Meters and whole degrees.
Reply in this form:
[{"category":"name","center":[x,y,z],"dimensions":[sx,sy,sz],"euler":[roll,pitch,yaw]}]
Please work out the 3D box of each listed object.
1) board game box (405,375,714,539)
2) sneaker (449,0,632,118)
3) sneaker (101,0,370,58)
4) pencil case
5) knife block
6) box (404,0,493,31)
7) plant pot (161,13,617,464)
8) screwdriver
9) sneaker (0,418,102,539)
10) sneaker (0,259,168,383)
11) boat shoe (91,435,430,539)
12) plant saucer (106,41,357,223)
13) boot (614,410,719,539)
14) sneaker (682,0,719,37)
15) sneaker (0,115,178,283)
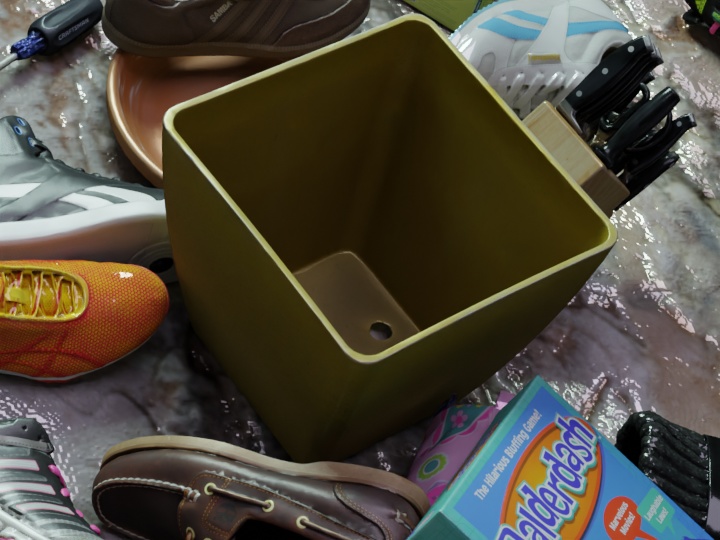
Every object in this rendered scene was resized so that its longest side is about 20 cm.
[{"category":"board game box","center":[0.132,0.171,1.281],"dimensions":[0.200,0.045,0.152],"euler":[42,37,0]},{"category":"sneaker","center":[0.118,-0.143,1.640],"dimensions":[0.199,0.077,0.081],"euler":[-28,66,-35]},{"category":"sneaker","center":[-0.074,-0.189,1.553],"dimensions":[0.199,0.076,0.071],"euler":[-12,55,-29]},{"category":"pencil case","center":[0.053,0.162,1.337],"dimensions":[0.087,0.088,0.201],"euler":[25,47,2]},{"category":"knife block","center":[0.121,-0.063,1.499],"dimensions":[0.199,0.176,0.064],"euler":[-21,59,-34]},{"category":"box","center":[0.097,-0.260,1.753],"dimensions":[0.075,0.050,0.200],"euler":[31,47,7]},{"category":"plant pot","center":[0.000,0.000,1.390],"dimensions":[0.199,0.177,0.200],"euler":[-25,62,-31]},{"category":"screwdriver","center":[-0.236,-0.136,1.521],"dimensions":[0.028,0.029,0.200],"euler":[37,42,13]},{"category":"sneaker","center":[-0.181,0.129,1.270],"dimensions":[0.199,0.074,0.088],"euler":[28,52,10]},{"category":"sneaker","center":[-0.205,0.026,1.353],"dimensions":[0.198,0.077,0.074],"euler":[-5,75,-21]},{"category":"boat shoe","center":[-0.063,0.140,1.286],"dimensions":[0.198,0.071,0.071],"euler":[4,47,21]},{"category":"plant saucer","center":[-0.075,-0.098,1.550],"dimensions":[0.198,0.038,0.201],"euler":[11,46,-12]},{"category":"boot","center":[0.233,0.182,1.390],"dimensions":[0.157,0.080,0.212],"euler":[14,36,-19]},{"category":"sneaker","center":[0.287,-0.193,1.753],"dimensions":[0.087,0.074,0.201],"euler":[8,43,-15]},{"category":"sneaker","center":[-0.176,-0.051,1.442],"dimensions":[0.198,0.073,0.112],"euler":[-5,54,-23]}]
